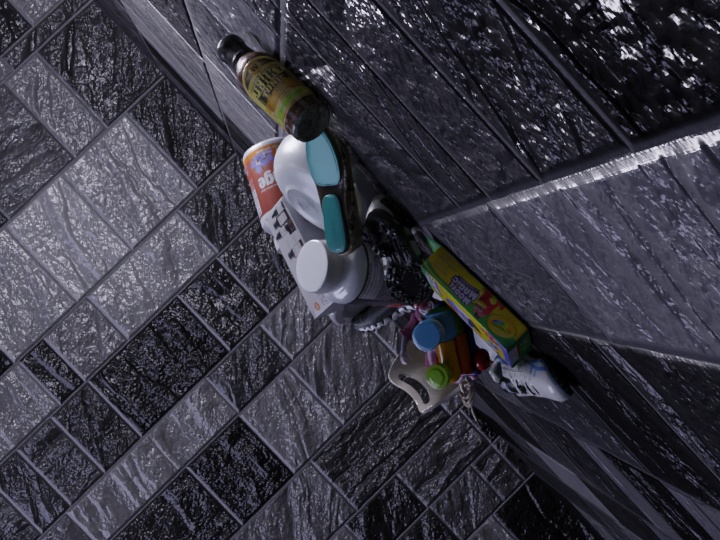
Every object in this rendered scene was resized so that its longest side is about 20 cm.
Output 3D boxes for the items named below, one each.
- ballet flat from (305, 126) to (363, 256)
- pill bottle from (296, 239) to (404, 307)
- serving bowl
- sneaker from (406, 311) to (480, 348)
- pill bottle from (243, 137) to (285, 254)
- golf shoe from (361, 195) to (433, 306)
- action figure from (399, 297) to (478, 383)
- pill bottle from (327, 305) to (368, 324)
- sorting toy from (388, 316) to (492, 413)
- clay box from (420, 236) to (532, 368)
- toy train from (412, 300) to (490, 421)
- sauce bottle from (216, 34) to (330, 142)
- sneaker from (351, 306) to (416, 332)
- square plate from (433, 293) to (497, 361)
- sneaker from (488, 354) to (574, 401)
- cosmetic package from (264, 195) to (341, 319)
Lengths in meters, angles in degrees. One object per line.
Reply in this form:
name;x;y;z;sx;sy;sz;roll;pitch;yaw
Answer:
ballet flat;-0.031;-0.124;1.362;0.067;0.075;0.202;2;111;37
pill bottle;0.000;0.000;1.492;0.199;0.111;0.111;6;-154;-40
serving bowl;-0.064;-0.121;1.477;0.199;0.066;0.200;34;159;15
sneaker;0.162;0.094;1.741;0.200;0.076;0.076;47;-162;32
pill bottle;-0.143;-0.138;1.748;0.112;0.111;0.202;60;-169;-74
golf shoe;0.063;-0.031;1.423;0.095;0.077;0.201;-91;-18;-45
action figure;0.139;0.099;1.558;0.150;0.133;0.201;-72;-34;-45
pill bottle;-0.062;-0.002;1.796;0.200;0.113;0.113;51;179;29
sorting toy;0.149;0.181;1.819;0.200;0.180;0.107;44;175;38
clay box;0.157;0.044;1.330;0.200;0.048;0.115;44;176;23
toy train;0.139;0.153;1.415;0.115;0.084;0.202;-23;-77;-57
sauce bottle;-0.123;-0.249;1.250;0.200;0.065;0.065;43;175;29
sneaker;0.054;0.047;1.717;0.091;0.199;0.066;59;-147;-10
square plate;0.191;0.089;1.554;0.198;0.028;0.200;47;176;-10
sneaker;0.247;0.160;1.358;0.072;0.072;0.200;49;174;-13
cosmetic package;-0.088;-0.026;1.580;0.201;0.050;0.083;63;146;11
